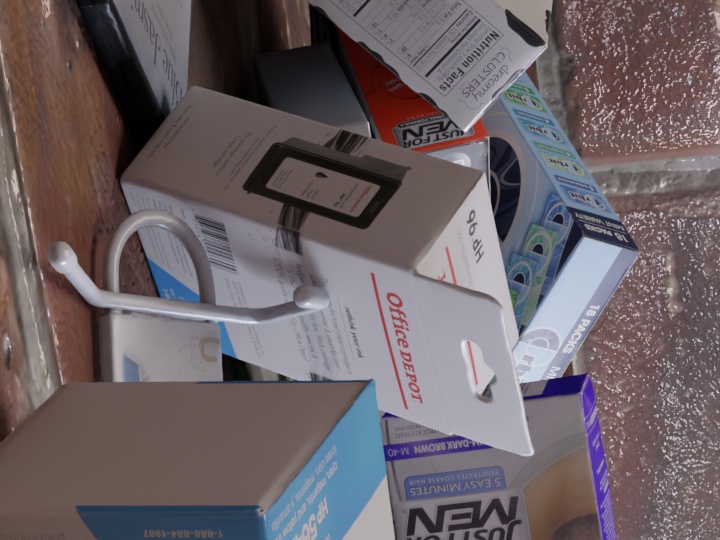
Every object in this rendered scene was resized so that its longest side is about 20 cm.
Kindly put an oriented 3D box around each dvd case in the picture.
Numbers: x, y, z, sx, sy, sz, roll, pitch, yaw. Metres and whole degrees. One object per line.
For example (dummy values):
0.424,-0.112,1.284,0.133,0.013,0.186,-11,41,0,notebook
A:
-0.103,-0.166,1.290,0.143,0.018,0.200,71,17,-58,dvd case

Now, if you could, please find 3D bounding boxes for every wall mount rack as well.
-0.082,0.063,1.149,0.174,0.075,0.200,8,74,-46,wall mount rack

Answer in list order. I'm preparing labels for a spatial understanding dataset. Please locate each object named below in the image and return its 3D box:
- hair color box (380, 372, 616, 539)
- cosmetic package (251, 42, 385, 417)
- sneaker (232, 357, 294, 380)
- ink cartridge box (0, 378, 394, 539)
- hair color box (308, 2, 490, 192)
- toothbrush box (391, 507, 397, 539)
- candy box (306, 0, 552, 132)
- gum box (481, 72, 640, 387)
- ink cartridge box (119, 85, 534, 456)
0.081,0.162,1.437,0.065,0.109,0.200,-42,123,-77,hair color box
-0.015,-0.010,1.536,0.151,0.052,0.200,-108,-172,-67,cosmetic package
-0.048,0.026,1.447,0.089,0.077,0.200,-156,-126,-64,sneaker
-0.059,0.154,0.994,0.125,0.128,0.200,-48,133,-64,ink cartridge box
0.020,-0.096,1.580,0.200,0.061,0.102,-112,-167,-46,hair color box
0.000,0.211,1.505,0.200,0.086,0.146,-61,144,-71,toothbrush box
0.011,-0.190,1.494,0.200,0.072,0.168,38,24,-12,candy box
0.070,-0.007,1.601,0.170,0.045,0.200,-59,-146,26,gum box
0.000,0.000,1.246,0.068,0.200,0.116,-54,148,-30,ink cartridge box
